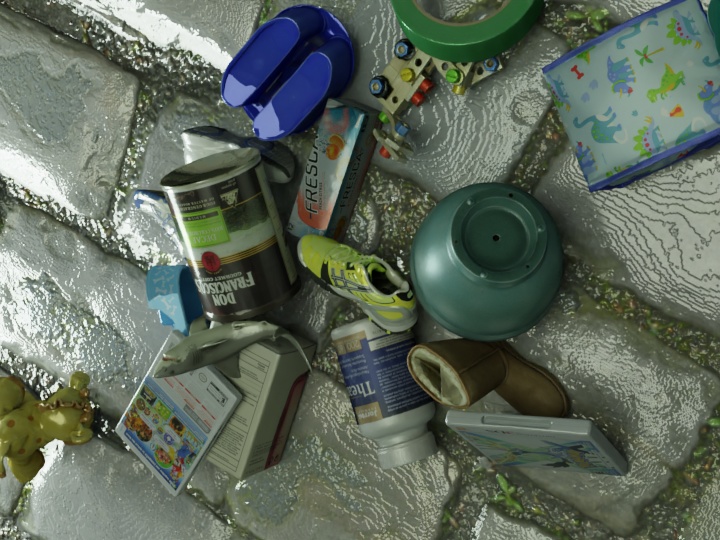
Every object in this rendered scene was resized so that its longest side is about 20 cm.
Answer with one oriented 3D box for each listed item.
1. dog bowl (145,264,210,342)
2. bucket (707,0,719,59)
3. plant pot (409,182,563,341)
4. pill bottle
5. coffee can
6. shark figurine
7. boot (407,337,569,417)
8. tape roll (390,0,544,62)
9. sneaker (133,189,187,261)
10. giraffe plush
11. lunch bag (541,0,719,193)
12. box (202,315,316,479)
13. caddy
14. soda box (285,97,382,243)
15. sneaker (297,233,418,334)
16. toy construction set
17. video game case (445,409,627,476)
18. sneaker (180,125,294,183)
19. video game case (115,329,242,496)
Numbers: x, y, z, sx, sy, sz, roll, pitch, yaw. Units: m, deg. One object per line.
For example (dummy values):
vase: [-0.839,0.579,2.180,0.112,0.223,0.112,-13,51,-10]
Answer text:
dog bowl: [-0.263,0.085,1.727,0.049,0.111,0.203,-13,88,13]
bucket: [0.498,-0.280,1.283,0.205,0.134,0.210,3,97,26]
plant pot: [0.162,-0.025,1.430,0.197,0.134,0.203,0,75,-1]
pill bottle: [0.038,0.161,1.573,0.110,0.111,0.202,-19,86,27]
coffee can: [-0.179,-0.051,1.603,0.145,0.146,0.202,-7,111,27]
shark figurine: [-0.165,0.112,1.584,0.212,0.128,0.090,-12,114,12]
boot: [0.163,0.147,1.457,0.175,0.199,0.067,38,110,19]
tape roll: [0.135,-0.365,1.466,0.198,0.048,0.203,-5,70,13]
sneaker: [-0.266,-0.061,1.730,0.198,0.075,0.089,23,105,24]
giraffe plush: [-0.499,0.238,1.845,0.160,0.200,0.175,-15,84,-2]
lunch bag: [0.344,-0.209,1.374,0.199,0.127,0.172,-27,82,36]
box: [-0.166,0.178,1.680,0.127,0.109,0.202,26,105,25]
caddy: [-0.099,-0.274,1.609,0.141,0.105,0.200,46,117,-2]
soda box: [-0.035,-0.135,1.606,0.063,0.068,0.202,25,106,23]
sneaker: [0.000,0.000,1.529,0.199,0.075,0.077,32,142,22]
toy construction set: [0.084,-0.240,1.532,0.131,0.092,0.200,45,101,16]
video game case: [0.223,0.217,1.441,0.180,0.200,0.022,1,68,27]
sneaker: [-0.177,-0.154,1.688,0.198,0.074,0.088,18,114,31]
video game case: [-0.265,0.206,1.662,0.143,0.018,0.201,42,116,18]
